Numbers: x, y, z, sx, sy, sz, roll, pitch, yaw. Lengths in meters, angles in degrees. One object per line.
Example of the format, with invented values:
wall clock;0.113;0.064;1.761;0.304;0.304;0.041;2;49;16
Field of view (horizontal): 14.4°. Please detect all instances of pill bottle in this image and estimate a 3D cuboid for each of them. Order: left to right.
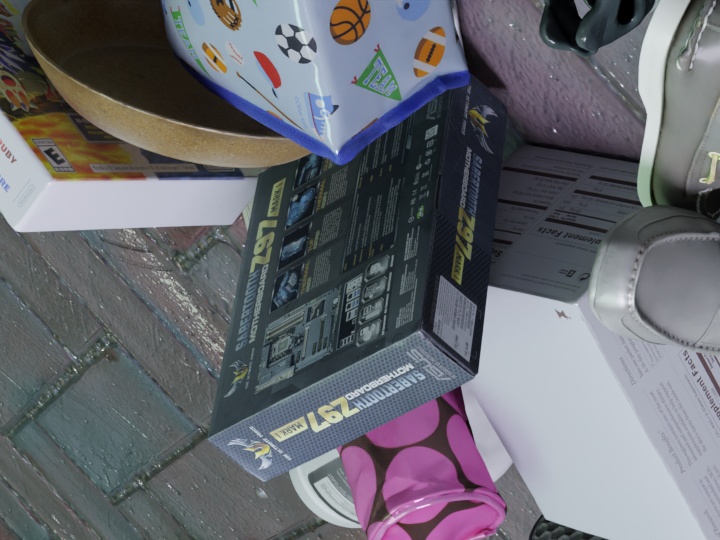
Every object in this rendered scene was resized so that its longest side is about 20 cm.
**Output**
pill bottle;0.024;0.108;1.872;0.116;0.116;0.200;47;158;-2

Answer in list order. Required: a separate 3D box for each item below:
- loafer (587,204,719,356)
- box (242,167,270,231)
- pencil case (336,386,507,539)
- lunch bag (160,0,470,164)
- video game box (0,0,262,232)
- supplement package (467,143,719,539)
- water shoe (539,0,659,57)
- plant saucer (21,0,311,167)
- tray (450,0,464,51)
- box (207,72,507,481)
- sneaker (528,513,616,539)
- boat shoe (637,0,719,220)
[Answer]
loafer;0.180;0.008;1.408;0.070;0.070;0.200;17;-171;34
box;-0.020;-0.051;1.735;0.095;0.078;0.200;34;154;29
pencil case;0.026;0.073;1.646;0.094;0.091;0.200;31;-144;-47
lunch bag;-0.047;-0.177;1.488;0.200;0.124;0.170;27;139;45
video game box;-0.172;-0.101;1.623;0.182;0.200;0.047;48;116;22
supplement package;0.143;0.047;1.576;0.156;0.111;0.200;13;139;52
water shoe;0.082;-0.191;1.331;0.071;0.079;0.200;5;134;57
plant saucer;-0.094;-0.104;1.584;0.200;0.200;0.036;32;119;30
tray;-0.011;-0.166;1.605;0.200;0.022;0.108;31;154;31
box;0.000;0.000;1.540;0.157;0.200;0.051;-28;127;34
sneaker;0.209;0.185;1.660;0.202;0.077;0.146;-10;129;29
boat shoe;0.173;-0.074;1.377;0.060;0.072;0.202;23;159;17
